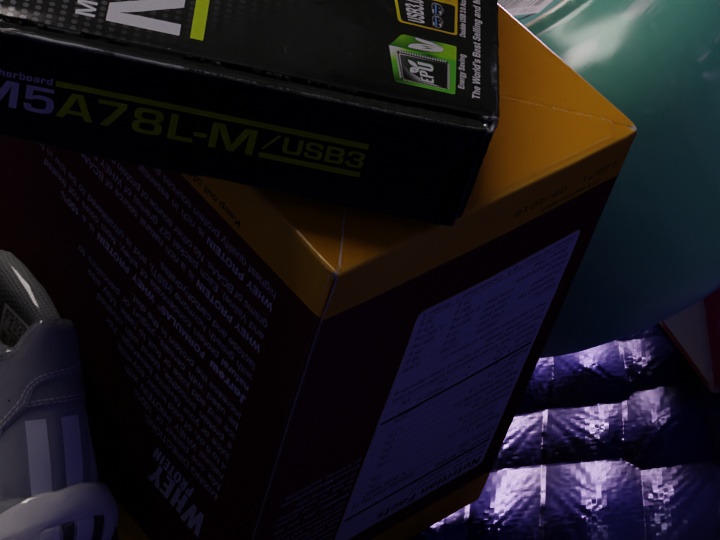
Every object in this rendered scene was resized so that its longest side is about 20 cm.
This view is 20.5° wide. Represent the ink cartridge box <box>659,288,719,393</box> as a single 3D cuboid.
[{"bbox_3d":[0.225,-0.029,0.869,0.199,0.084,0.145,-12,20,-3],"label":"ink cartridge box"}]

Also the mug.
[{"bbox_3d":[0.068,-0.050,0.773,0.185,0.115,0.152,-24,22,15],"label":"mug"}]

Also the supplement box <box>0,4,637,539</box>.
[{"bbox_3d":[-0.042,-0.017,0.703,0.133,0.200,0.197,-25,58,-35],"label":"supplement box"}]

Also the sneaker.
[{"bbox_3d":[-0.164,0.038,0.710,0.200,0.116,0.075,1,5,37],"label":"sneaker"}]

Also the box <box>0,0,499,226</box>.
[{"bbox_3d":[-0.055,-0.112,0.614,0.193,0.048,0.200,13,44,-8],"label":"box"}]
